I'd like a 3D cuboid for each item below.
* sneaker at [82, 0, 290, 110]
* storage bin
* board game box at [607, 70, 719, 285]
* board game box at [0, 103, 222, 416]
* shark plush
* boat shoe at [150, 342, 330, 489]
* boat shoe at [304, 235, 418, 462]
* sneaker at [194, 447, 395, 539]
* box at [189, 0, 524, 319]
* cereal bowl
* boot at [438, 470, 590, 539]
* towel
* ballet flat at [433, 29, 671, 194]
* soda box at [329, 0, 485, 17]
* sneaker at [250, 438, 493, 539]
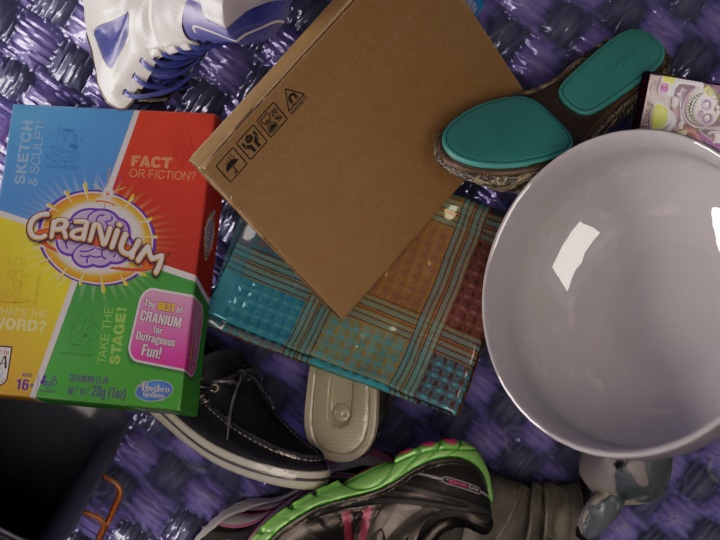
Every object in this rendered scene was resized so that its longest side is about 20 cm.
[{"bbox_3d":[-0.122,-0.159,0.913,0.080,0.198,0.117,-22,123,-38],"label":"sneaker"},{"bbox_3d":[-0.252,0.170,0.963,0.144,0.200,0.135,27,113,-5],"label":"storage bin"},{"bbox_3d":[0.227,-0.022,0.915,0.118,0.032,0.203,8,102,-3],"label":"board game box"},{"bbox_3d":[-0.176,-0.009,0.942,0.151,0.040,0.203,3,79,10],"label":"board game box"},{"bbox_3d":[0.204,0.107,0.955,0.082,0.092,0.201,3,137,-11],"label":"shark plush"},{"bbox_3d":[-0.099,0.088,0.964,0.199,0.074,0.063,32,102,27],"label":"boat shoe"},{"bbox_3d":[0.005,0.035,0.992,0.071,0.068,0.203,11,89,19],"label":"boat shoe"},{"bbox_3d":[-0.056,0.203,1.012,0.199,0.086,0.081,-38,99,8],"label":"sneaker"},{"bbox_3d":[0.007,-0.090,0.885,0.200,0.021,0.164,-49,129,-8],"label":"box"},{"bbox_3d":[0.178,0.020,0.848,0.198,0.083,0.203,-10,72,34],"label":"cereal bowl"},{"bbox_3d":[0.100,0.244,1.034,0.129,0.068,0.203,13,104,-8],"label":"boot"},{"bbox_3d":[0.000,0.000,0.951,0.198,0.022,0.149,19,85,16],"label":"towel"},{"bbox_3d":[0.128,-0.092,0.923,0.199,0.076,0.068,-31,64,-25],"label":"ballet flat"},{"bbox_3d":[-0.008,-0.122,0.921,0.064,0.068,0.201,37,88,-38],"label":"soda box"},{"bbox_3d":[0.000,0.185,0.927,0.198,0.077,0.085,-26,70,2],"label":"sneaker"}]
